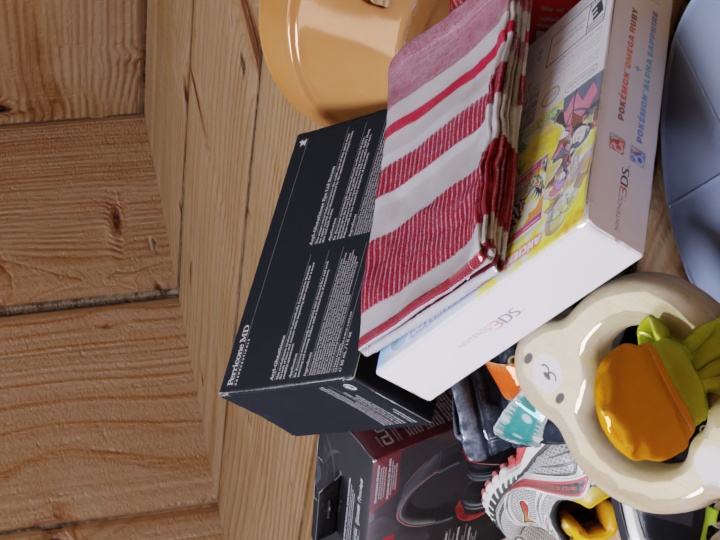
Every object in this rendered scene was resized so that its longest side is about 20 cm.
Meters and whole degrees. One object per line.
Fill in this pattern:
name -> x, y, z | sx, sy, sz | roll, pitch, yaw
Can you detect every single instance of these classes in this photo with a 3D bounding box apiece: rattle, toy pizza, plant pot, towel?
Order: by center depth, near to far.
toy pizza -> 0.205, -0.055, 0.872 | 0.200, 0.031, 0.202 | 173, 90, -77
rattle -> 0.100, 0.074, 0.895 | 0.199, 0.143, 0.131 | 7, 120, 42
towel -> 0.044, -0.065, 0.983 | 0.144, 0.023, 0.202 | -37, 39, 52
plant pot -> 0.047, -0.173, 1.214 | 0.140, 0.199, 0.202 | 34, 131, 51

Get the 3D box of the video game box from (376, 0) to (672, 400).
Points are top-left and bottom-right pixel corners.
video game box -> 0.091, -0.046, 0.968 | 0.200, 0.047, 0.183 | -39, 28, 49

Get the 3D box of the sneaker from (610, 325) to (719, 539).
sneaker -> 0.182, 0.107, 0.954 | 0.082, 0.071, 0.202 | -27, 84, 41

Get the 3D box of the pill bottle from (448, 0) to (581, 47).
pill bottle -> 0.111, -0.174, 1.056 | 0.113, 0.111, 0.201 | -110, 20, -48

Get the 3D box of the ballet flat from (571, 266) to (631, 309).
ballet flat -> 0.143, -0.034, 1.087 | 0.201, 0.056, 0.067 | 90, 165, -52

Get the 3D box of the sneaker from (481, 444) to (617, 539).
sneaker -> 0.134, 0.157, 1.175 | 0.200, 0.077, 0.083 | 93, 154, -64

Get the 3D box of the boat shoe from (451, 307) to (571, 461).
boat shoe -> 0.094, 0.051, 1.101 | 0.201, 0.090, 0.071 | -96, -8, -68

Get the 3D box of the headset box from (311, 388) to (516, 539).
headset box -> 0.051, 0.138, 1.236 | 0.075, 0.199, 0.150 | 48, 145, 39

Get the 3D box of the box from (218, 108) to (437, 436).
box -> 0.000, 0.000, 1.142 | 0.140, 0.079, 0.202 | -9, 58, 47
